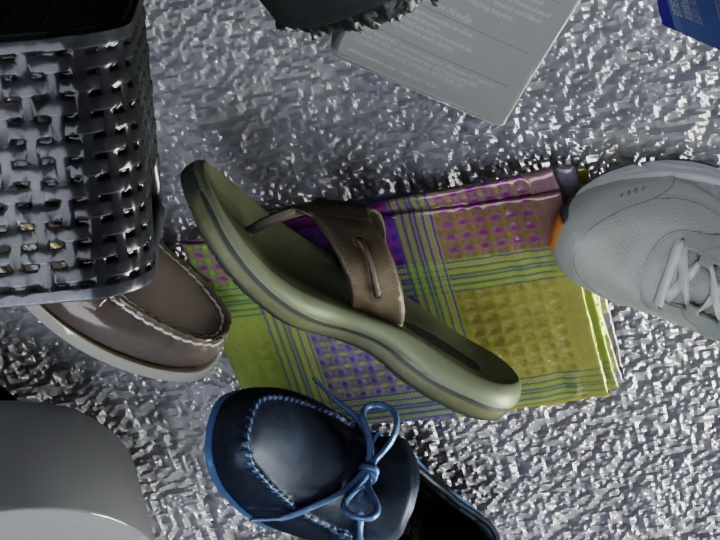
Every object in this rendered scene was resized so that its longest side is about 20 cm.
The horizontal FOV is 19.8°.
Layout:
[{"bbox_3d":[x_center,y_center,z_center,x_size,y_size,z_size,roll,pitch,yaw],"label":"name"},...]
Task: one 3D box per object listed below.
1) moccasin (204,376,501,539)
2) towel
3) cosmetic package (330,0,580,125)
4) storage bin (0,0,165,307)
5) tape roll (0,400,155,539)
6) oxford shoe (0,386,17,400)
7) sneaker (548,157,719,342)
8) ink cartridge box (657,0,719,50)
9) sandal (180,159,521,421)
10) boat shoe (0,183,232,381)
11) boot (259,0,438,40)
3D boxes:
[{"bbox_3d":[0.003,0.102,1.034,0.068,0.081,0.200,-2,161,37],"label":"moccasin"},{"bbox_3d":[0.026,0.018,1.020,0.199,0.023,0.144,-9,128,14],"label":"towel"},{"bbox_3d":[0.068,-0.170,0.812,0.090,0.107,0.200,21,126,-10],"label":"cosmetic package"},{"bbox_3d":[-0.175,-0.045,0.745,0.199,0.135,0.094,-4,105,-2],"label":"storage bin"},{"bbox_3d":[-0.207,0.149,1.069,0.199,0.066,0.201,-14,148,-9],"label":"tape roll"},{"bbox_3d":[-0.240,0.043,1.027,0.084,0.073,0.200,-28,144,19],"label":"oxford shoe"},{"bbox_3d":[0.185,0.010,0.945,0.199,0.092,0.076,14,116,-7],"label":"sneaker"},{"bbox_3d":[0.186,-0.134,0.783,0.136,0.200,0.077,-12,105,-2],"label":"ink cartridge box"},{"bbox_3d":[0.001,0.000,0.956,0.201,0.080,0.057,30,109,-25],"label":"sandal"},{"bbox_3d":[-0.139,-0.021,0.974,0.200,0.072,0.060,36,125,-11],"label":"boat shoe"},{"bbox_3d":[-0.061,-0.144,0.741,0.198,0.074,0.162,-23,133,30],"label":"boot"}]
